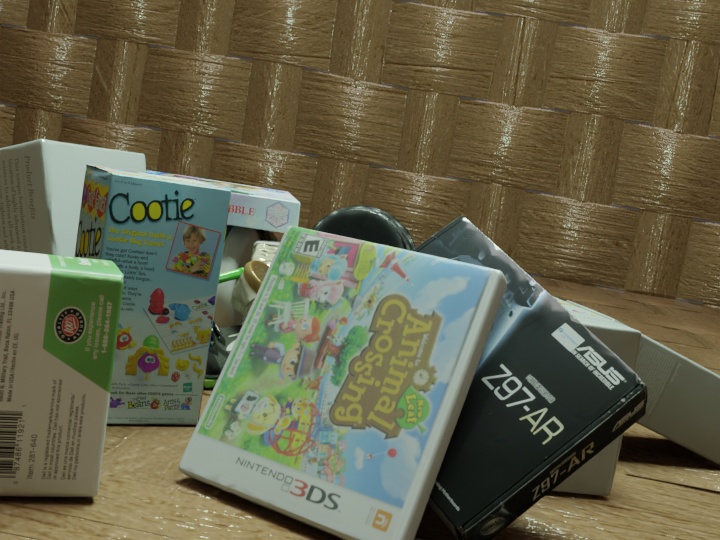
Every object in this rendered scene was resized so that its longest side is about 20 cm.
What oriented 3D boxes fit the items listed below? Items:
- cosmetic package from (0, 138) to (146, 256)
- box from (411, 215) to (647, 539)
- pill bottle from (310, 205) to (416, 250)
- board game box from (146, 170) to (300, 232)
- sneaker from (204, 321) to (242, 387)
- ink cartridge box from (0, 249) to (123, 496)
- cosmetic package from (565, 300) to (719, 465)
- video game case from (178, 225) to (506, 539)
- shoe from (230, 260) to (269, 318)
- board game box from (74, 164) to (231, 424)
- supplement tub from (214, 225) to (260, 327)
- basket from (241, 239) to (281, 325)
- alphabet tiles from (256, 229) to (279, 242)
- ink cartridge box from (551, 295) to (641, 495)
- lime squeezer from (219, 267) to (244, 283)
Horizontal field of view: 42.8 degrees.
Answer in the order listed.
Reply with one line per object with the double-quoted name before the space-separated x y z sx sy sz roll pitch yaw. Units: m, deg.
"cosmetic package" -0.353 -0.037 0.993 0.198 0.169 0.166 -6 -1 23
"box" 0.076 0.072 0.656 0.200 0.160 0.044 48 -13 35
"pill bottle" 0.000 0.000 0.875 0.111 0.113 0.200 10 -6 4
"board game box" -0.182 -0.089 1.156 0.198 0.042 0.200 8 8 -10
"sneaker" -0.171 0.065 0.903 0.199 0.084 0.077 4 17 -44
"ink cartridge box" -0.261 0.059 0.578 0.198 0.146 0.084 6 6 -22
"cosmetic package" 0.290 0.115 0.937 0.199 0.091 0.107 30 0 -15
"video game case" -0.014 0.073 0.637 0.181 0.201 0.022 13 -21 29
"shoe" -0.057 0.074 0.945 0.200 0.053 0.070 44 15 13
"board game box" -0.188 0.019 0.786 0.104 0.202 0.103 6 7 -29
"supplement tub" -0.237 -0.003 1.166 0.198 0.146 0.145 11 6 8
"basket" -0.037 0.050 1.045 0.198 0.137 0.123 8 9 -2
"alphabet tiles" -0.106 0.010 1.244 0.008 0.201 0.167 -44 35 -23
"ink cartridge box" 0.132 0.096 0.835 0.144 0.146 0.200 7 6 -14
"lime squeezer" -0.219 0.030 0.952 0.199 0.038 0.071 -23 4 0
